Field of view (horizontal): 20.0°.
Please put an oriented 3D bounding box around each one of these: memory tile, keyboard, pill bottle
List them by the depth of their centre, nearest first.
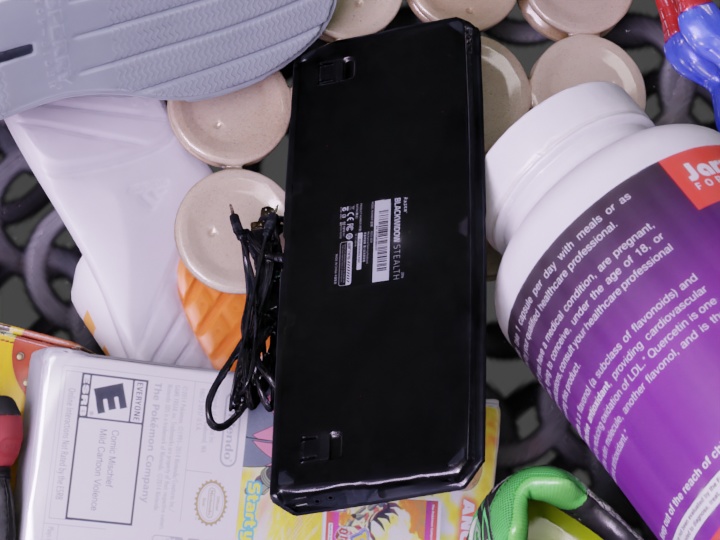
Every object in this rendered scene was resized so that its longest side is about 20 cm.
[{"bbox_3d":[0.124,0.027,0.733,0.112,0.113,0.201,-35,62,-2],"label":"pill bottle"},{"bbox_3d":[0.000,0.000,0.757,0.103,0.040,0.202,-7,56,15],"label":"keyboard"},{"bbox_3d":[0.020,-0.068,0.821,0.198,0.017,0.155,-3,78,-11],"label":"memory tile"}]

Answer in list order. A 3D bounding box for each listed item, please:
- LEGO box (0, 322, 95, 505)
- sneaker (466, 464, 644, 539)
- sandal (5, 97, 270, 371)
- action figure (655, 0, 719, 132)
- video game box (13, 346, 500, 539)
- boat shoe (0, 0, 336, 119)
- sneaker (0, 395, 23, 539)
[{"bbox_3d":[-0.216,0.082,0.811,0.198,0.077,0.150,14,81,8],"label":"LEGO box"},{"bbox_3d":[0.100,0.155,0.708,0.078,0.085,0.200,-37,70,-10],"label":"sneaker"},{"bbox_3d":[-0.086,-0.011,0.825,0.079,0.059,0.208,-29,90,-25],"label":"sandal"},{"bbox_3d":[0.161,-0.048,0.807,0.051,0.065,0.202,-14,80,-8],"label":"action figure"},{"bbox_3d":[-0.045,0.138,0.765,0.180,0.047,0.202,8,83,-16],"label":"video game box"},{"bbox_3d":[-0.105,-0.100,0.764,0.198,0.073,0.062,-13,34,-24],"label":"boat shoe"},{"bbox_3d":[-0.211,0.105,0.729,0.198,0.071,0.099,-13,82,6],"label":"sneaker"}]
